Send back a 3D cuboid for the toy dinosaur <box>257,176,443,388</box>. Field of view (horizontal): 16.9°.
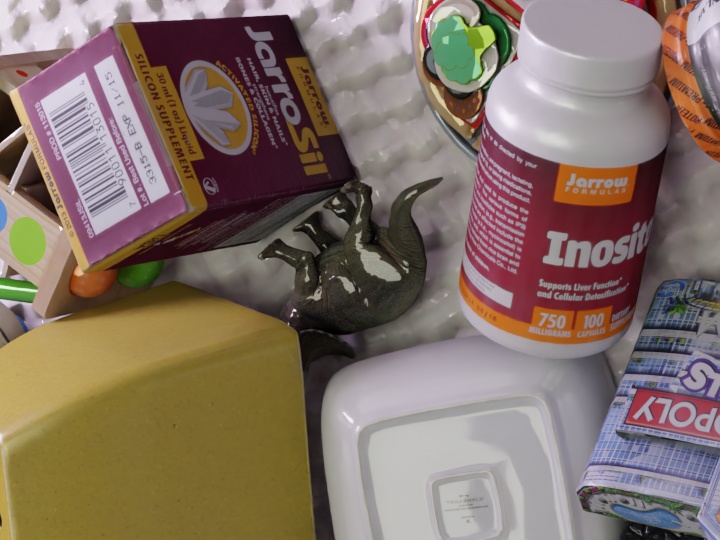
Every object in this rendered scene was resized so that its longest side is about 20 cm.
[{"bbox_3d":[0.000,0.000,1.607,0.200,0.077,0.103,-36,90,26],"label":"toy dinosaur"}]

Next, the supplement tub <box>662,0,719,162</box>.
[{"bbox_3d":[0.279,-0.136,1.370,0.199,0.122,0.124,-20,87,32],"label":"supplement tub"}]

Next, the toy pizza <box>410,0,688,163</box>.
[{"bbox_3d":[0.113,-0.151,1.525,0.199,0.032,0.202,6,101,31],"label":"toy pizza"}]

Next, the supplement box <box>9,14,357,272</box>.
[{"bbox_3d":[-0.111,-0.085,1.576,0.103,0.200,0.132,-28,83,31],"label":"supplement box"}]

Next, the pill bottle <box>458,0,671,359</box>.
[{"bbox_3d":[0.124,-0.058,1.457,0.112,0.113,0.201,25,126,27],"label":"pill bottle"}]

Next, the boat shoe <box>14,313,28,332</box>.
[{"bbox_3d":[-0.313,0.111,1.816,0.068,0.084,0.201,35,98,27],"label":"boat shoe"}]

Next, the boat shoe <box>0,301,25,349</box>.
[{"bbox_3d":[-0.260,0.095,1.712,0.070,0.070,0.201,22,152,20],"label":"boat shoe"}]

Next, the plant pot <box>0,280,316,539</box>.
[{"bbox_3d":[-0.164,0.132,1.596,0.195,0.199,0.196,18,116,59],"label":"plant pot"}]

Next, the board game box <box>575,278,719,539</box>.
[{"bbox_3d":[0.227,0.103,1.408,0.199,0.062,0.201,9,60,30],"label":"board game box"}]

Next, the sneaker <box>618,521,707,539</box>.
[{"bbox_3d":[0.185,0.216,1.506,0.071,0.083,0.201,20,77,20],"label":"sneaker"}]

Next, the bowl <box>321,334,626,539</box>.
[{"bbox_3d":[0.073,0.145,1.533,0.198,0.075,0.202,-9,91,9],"label":"bowl"}]

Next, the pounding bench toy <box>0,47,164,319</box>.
[{"bbox_3d":[-0.218,-0.027,1.697,0.156,0.124,0.201,36,115,22],"label":"pounding bench toy"}]
